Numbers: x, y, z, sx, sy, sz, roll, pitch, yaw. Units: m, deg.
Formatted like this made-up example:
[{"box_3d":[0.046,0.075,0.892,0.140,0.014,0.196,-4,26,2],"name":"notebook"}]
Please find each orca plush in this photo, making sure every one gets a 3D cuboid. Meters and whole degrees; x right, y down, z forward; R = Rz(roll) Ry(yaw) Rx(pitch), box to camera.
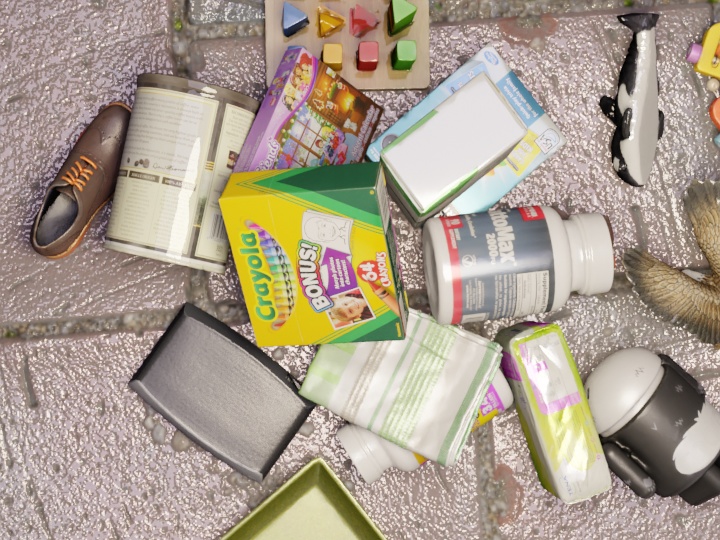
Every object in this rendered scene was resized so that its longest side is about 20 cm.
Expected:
[{"box_3d":[0.309,-0.204,1.700,0.070,0.105,0.203,8,117,34],"name":"orca plush"}]

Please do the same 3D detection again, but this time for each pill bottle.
[{"box_3d":[0.174,-0.010,1.593,0.197,0.120,0.122,-7,89,-5],"name":"pill bottle"},{"box_3d":[0.072,0.164,1.667,0.199,0.104,0.105,-33,91,-2],"name":"pill bottle"}]

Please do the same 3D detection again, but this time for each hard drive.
[{"box_3d":[-0.162,0.145,1.686,0.199,0.042,0.136,37,88,-2],"name":"hard drive"}]

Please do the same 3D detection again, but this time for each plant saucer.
[{"box_3d":[-0.062,0.356,1.685,0.199,0.048,0.201,-39,91,-3],"name":"plant saucer"}]

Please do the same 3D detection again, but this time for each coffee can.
[{"box_3d":[-0.205,-0.109,1.636,0.144,0.146,0.203,12,88,-2],"name":"coffee can"}]

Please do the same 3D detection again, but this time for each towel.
[{"box_3d":[0.044,0.115,1.610,0.198,0.031,0.151,23,82,13],"name":"towel"}]

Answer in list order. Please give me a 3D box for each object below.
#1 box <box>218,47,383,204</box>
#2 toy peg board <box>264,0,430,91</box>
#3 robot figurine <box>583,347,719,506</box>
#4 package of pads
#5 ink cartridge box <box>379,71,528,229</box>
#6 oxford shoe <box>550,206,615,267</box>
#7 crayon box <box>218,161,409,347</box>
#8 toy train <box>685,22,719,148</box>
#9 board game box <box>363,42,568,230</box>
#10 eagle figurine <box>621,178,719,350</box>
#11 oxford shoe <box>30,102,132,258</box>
[{"box_3d":[-0.065,-0.131,1.632,0.136,0.039,0.202,32,73,-34],"name":"box"},{"box_3d":[-0.014,-0.318,1.674,0.196,0.098,0.203,-1,89,-3],"name":"toy peg board"},{"box_3d":[0.348,0.183,1.672,0.200,0.150,0.125,42,104,-2],"name":"robot figurine"},{"box_3d":[0.220,0.160,1.648,0.067,0.155,0.203,-19,90,-3],"name":"package of pads"},{"box_3d":[0.096,-0.127,1.579,0.145,0.200,0.084,-38,88,-3],"name":"ink cartridge box"},{"box_3d":[0.205,-0.038,1.699,0.197,0.071,0.074,3,83,-12],"name":"oxford shoe"},{"box_3d":[-0.047,-0.014,1.552,0.170,0.059,0.202,-4,124,12],"name":"crayon box"},{"box_3d":[0.474,-0.245,1.720,0.150,0.056,0.200,45,90,-2],"name":"toy train"},{"box_3d":[0.123,-0.146,1.703,0.199,0.047,0.151,-40,91,-3],"name":"board game box"},{"box_3d":[0.411,0.015,1.666,0.149,0.200,0.153,-11,50,34],"name":"eagle figurine"},{"box_3d":[-0.319,-0.104,1.660,0.070,0.073,0.202,27,88,-1],"name":"oxford shoe"}]
